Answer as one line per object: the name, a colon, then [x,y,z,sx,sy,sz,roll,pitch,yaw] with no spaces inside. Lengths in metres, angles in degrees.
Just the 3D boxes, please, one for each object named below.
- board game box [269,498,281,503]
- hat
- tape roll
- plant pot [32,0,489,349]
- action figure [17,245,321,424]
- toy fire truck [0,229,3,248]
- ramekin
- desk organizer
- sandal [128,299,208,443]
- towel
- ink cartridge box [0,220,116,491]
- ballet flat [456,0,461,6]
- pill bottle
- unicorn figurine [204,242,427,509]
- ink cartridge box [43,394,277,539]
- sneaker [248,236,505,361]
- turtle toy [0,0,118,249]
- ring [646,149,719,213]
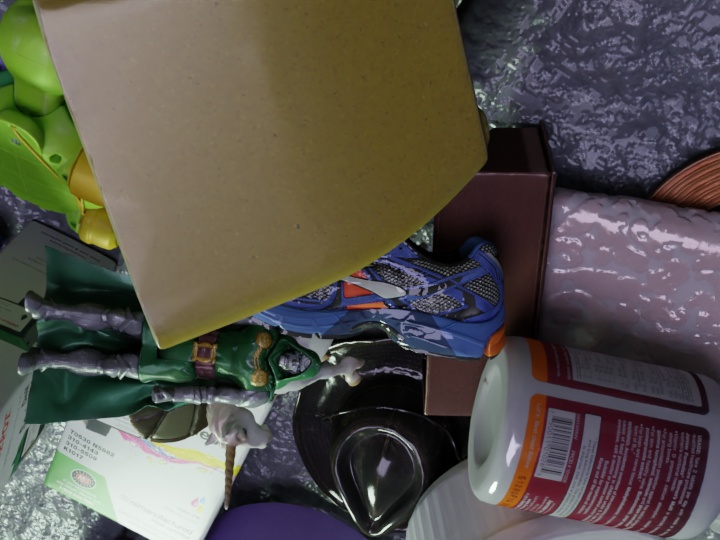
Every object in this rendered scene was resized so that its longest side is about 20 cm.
board game box: [-0.063,0.309,1.108,0.133,0.029,0.201,29,125,-2]
hat: [0.024,0.153,0.951,0.197,0.081,0.203,7,124,11]
tape roll: [-0.063,0.299,1.044,0.197,0.066,0.203,8,124,12]
plant pot: [-0.037,-0.106,0.670,0.197,0.196,0.197,-14,115,4]
action figure: [-0.123,0.051,0.797,0.196,0.055,0.120,5,90,3]
toy fire truck: [-0.374,-0.005,0.967,0.165,0.113,0.202,6,127,-16]
ramekin: [0.124,0.210,0.909,0.199,0.095,0.204,-11,139,-10]
desk organizer: [0.084,0.004,0.835,0.076,0.072,0.203,1,122,0]
sandal: [-0.134,0.026,0.858,0.080,0.055,0.203,-7,110,-6]
towel: [0.216,0.043,0.833,0.197,0.032,0.194,10,123,10]
ink cartridge box: [-0.277,0.081,0.921,0.083,0.201,0.147,25,126,0]
ballet flat: [0.022,-0.155,0.772,0.070,0.071,0.201,29,126,-3]
pill bottle: [0.177,0.114,0.795,0.197,0.110,0.111,12,125,-6]
unicorn figurine: [-0.038,0.056,0.861,0.073,0.136,0.203,32,106,33]
ink cartridge box: [-0.154,0.116,0.978,0.143,0.084,0.201,27,124,-2]
sneaker: [0.000,0.000,0.767,0.196,0.075,0.080,8,103,-7]
turtle toy: [-0.213,-0.106,0.829,0.144,0.102,0.200,24,156,0]
ring: [0.276,0.001,0.819,0.197,0.019,0.203,7,123,11]
